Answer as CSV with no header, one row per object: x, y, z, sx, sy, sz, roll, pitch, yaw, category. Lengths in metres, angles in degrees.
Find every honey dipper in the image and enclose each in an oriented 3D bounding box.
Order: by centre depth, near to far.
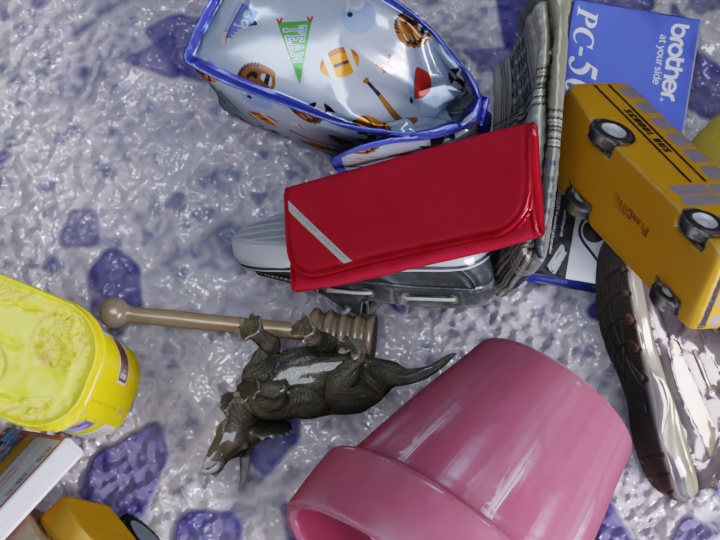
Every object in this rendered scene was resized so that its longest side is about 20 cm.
-0.088,0.040,1.557,0.199,0.038,0.038,5,83,6,honey dipper

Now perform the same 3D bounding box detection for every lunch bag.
-0.006,-0.130,1.507,0.200,0.170,0.124,23,87,6,lunch bag

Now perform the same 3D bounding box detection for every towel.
0.109,-0.090,1.484,0.034,0.193,0.201,6,83,-2,towel

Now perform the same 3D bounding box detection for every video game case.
-0.259,0.164,1.460,0.017,0.200,0.143,46,74,-13,video game case

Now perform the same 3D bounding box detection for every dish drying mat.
0.031,-0.039,1.432,0.200,0.018,0.077,-13,72,36,dish drying mat

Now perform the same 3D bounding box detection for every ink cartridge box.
0.178,-0.084,1.552,0.094,0.044,0.200,10,83,3,ink cartridge box

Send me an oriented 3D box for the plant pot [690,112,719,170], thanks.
0.302,-0.053,1.484,0.142,0.200,0.201,-13,81,28,plant pot

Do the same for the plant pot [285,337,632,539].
0.080,0.152,1.463,0.200,0.200,0.179,37,71,7,plant pot

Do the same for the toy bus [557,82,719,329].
0.194,-0.045,1.431,0.078,0.065,0.200,-3,37,-32,toy bus

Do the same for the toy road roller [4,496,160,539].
-0.173,0.244,1.451,0.123,0.200,0.146,-44,68,4,toy road roller

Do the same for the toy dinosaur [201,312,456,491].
-0.031,0.074,1.513,0.200,0.102,0.077,-21,61,8,toy dinosaur

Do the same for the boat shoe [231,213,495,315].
0.000,0.000,1.524,0.200,0.072,0.071,3,117,31,boat shoe

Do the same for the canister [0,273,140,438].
-0.232,0.056,1.480,0.148,0.200,0.087,20,84,6,canister

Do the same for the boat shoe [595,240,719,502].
0.215,0.058,1.506,0.073,0.074,0.200,-19,108,-14,boat shoe
